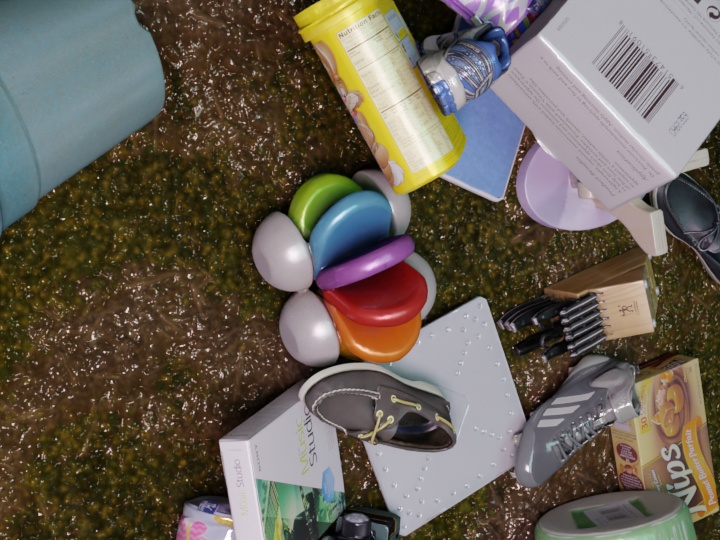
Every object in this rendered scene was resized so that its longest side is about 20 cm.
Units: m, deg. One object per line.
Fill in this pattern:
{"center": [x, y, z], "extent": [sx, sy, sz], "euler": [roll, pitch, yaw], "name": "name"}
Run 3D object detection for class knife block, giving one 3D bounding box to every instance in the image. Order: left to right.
{"center": [0.257, 0.042, 1.391], "extent": [0.200, 0.173, 0.065], "euler": [-48, 125, -66], "name": "knife block"}

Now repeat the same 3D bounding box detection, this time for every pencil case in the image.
{"center": [-0.144, 0.325, 1.176], "extent": [0.083, 0.089, 0.204], "euler": [5, 94, -72], "name": "pencil case"}
{"center": [0.091, -0.312, 1.231], "extent": [0.199, 0.084, 0.086], "euler": [36, 69, -8], "name": "pencil case"}

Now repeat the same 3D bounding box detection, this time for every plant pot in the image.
{"center": [-0.285, -0.155, 1.013], "extent": [0.195, 0.199, 0.203], "euler": [-34, 109, -29], "name": "plant pot"}

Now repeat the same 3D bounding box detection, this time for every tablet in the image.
{"center": [0.137, -0.192, 1.325], "extent": [0.129, 0.014, 0.203], "euler": [21, 84, -28], "name": "tablet"}

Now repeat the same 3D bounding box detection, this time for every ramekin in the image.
{"center": [0.293, 0.323, 1.353], "extent": [0.197, 0.199, 0.099], "euler": [-12, 92, -26], "name": "ramekin"}

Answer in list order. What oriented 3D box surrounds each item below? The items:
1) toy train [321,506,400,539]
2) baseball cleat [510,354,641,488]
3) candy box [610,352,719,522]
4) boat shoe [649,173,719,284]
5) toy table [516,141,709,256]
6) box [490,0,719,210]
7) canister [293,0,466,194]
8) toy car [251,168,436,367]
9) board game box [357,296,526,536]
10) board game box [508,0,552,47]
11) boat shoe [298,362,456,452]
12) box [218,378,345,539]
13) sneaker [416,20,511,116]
{"center": [-0.002, 0.346, 1.244], "extent": [0.114, 0.084, 0.204], "euler": [-19, 113, -70], "name": "toy train"}
{"center": [0.253, 0.169, 1.349], "extent": [0.201, 0.105, 0.070], "euler": [-52, 125, -29], "name": "baseball cleat"}
{"center": [0.372, 0.217, 1.460], "extent": [0.114, 0.055, 0.203], "euler": [-16, 102, -26], "name": "candy box"}
{"center": [0.431, -0.052, 1.467], "extent": [0.200, 0.062, 0.075], "euler": [45, 76, -22], "name": "boat shoe"}
{"center": [0.292, -0.110, 1.358], "extent": [0.198, 0.117, 0.186], "euler": [-29, 107, -24], "name": "toy table"}
{"center": [0.271, -0.209, 1.211], "extent": [0.199, 0.131, 0.200], "euler": [44, 68, -7], "name": "box"}
{"center": [0.025, -0.190, 1.182], "extent": [0.086, 0.149, 0.202], "euler": [-27, 102, 17], "name": "canister"}
{"center": [0.000, 0.000, 1.191], "extent": [0.173, 0.149, 0.203], "euler": [-25, 105, -23], "name": "toy car"}
{"center": [0.086, 0.159, 1.320], "extent": [0.198, 0.026, 0.203], "euler": [-27, 106, -24], "name": "board game box"}
{"center": [0.243, -0.313, 1.344], "extent": [0.199, 0.045, 0.136], "euler": [-34, 106, -25], "name": "board game box"}
{"center": [0.024, 0.144, 1.204], "extent": [0.199, 0.061, 0.072], "euler": [15, 126, -42], "name": "boat shoe"}
{"center": [-0.071, 0.204, 1.167], "extent": [0.200, 0.036, 0.147], "euler": [-30, 113, -65], "name": "box"}
{"center": [0.111, -0.204, 1.167], "extent": [0.084, 0.200, 0.078], "euler": [-26, 106, 13], "name": "sneaker"}
